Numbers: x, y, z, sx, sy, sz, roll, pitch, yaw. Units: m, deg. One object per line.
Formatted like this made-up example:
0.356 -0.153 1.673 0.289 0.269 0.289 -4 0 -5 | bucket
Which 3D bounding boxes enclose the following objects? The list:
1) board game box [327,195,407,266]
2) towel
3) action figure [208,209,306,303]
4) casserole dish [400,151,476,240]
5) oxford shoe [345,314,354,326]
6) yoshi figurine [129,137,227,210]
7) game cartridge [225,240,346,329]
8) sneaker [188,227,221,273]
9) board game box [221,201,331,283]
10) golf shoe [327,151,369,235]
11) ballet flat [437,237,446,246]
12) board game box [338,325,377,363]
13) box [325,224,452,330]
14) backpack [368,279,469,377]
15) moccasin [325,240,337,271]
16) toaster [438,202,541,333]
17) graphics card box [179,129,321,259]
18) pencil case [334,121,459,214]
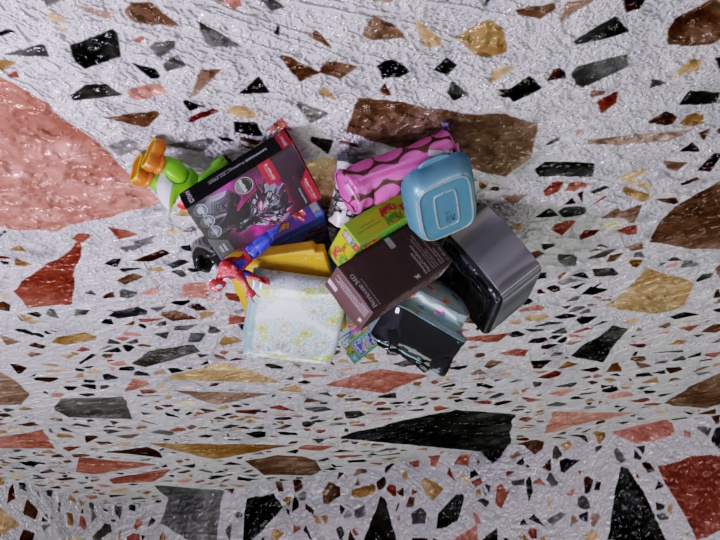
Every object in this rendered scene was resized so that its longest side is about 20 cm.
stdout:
0.044 -0.081 1.645 0.199 0.048 0.102 -32 167 -30 | board game box
-0.117 0.083 1.682 0.169 0.048 0.201 6 132 -9 | towel
-0.156 -0.016 1.576 0.200 0.099 0.065 -40 172 -12 | action figure
0.130 -0.109 1.516 0.120 0.039 0.200 -23 150 -3 | casserole dish
0.000 0.000 1.755 0.071 0.073 0.201 21 112 -12 | oxford shoe
-0.266 -0.150 1.566 0.199 0.113 0.112 28 103 -26 | yoshi figurine
-0.129 0.039 1.689 0.175 0.033 0.201 -8 134 8 | game cartridge
-0.244 -0.051 1.757 0.199 0.088 0.073 -23 149 37 | sneaker
-0.154 -0.045 1.739 0.199 0.045 0.135 -28 156 -8 | board game box
-0.014 -0.121 1.612 0.077 0.095 0.200 18 157 12 | golf shoe
0.132 -0.074 1.677 0.046 0.067 0.200 -31 161 -33 | ballet flat
-0.014 0.071 1.846 0.134 0.029 0.200 -38 123 -1 | board game box
0.049 0.003 1.619 0.199 0.100 0.075 -33 168 -31 | box
0.099 0.081 1.766 0.175 0.154 0.200 25 -174 -16 | backpack
-0.102 -0.003 1.747 0.199 0.068 0.080 -37 149 9 | moccasin
0.225 -0.007 1.776 0.118 0.181 0.200 -35 161 -16 | toaster
-0.173 -0.120 1.524 0.199 0.051 0.126 -30 134 -3 | graphics card box
0.061 -0.157 1.507 0.199 0.091 0.094 -23 -166 -5 | pencil case
